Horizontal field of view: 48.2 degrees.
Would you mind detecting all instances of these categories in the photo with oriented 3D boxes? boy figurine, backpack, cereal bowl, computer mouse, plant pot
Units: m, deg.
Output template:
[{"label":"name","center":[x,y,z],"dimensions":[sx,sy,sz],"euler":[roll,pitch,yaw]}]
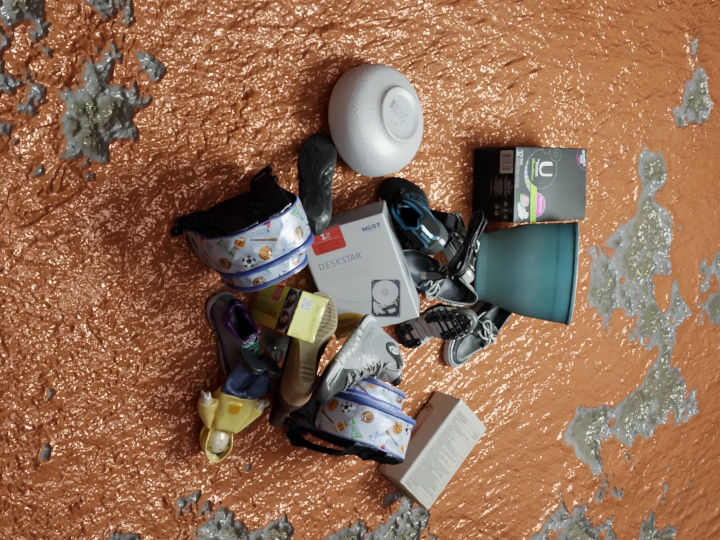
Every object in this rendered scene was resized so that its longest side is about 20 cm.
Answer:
[{"label":"boy figurine","center":[-0.213,0.223,1.306],"dimensions":[0.124,0.064,0.200],"euler":[22,107,-39]},{"label":"backpack","center":[0.001,0.260,1.400],"dimensions":[0.200,0.190,0.155],"euler":[22,84,-32]},{"label":"backpack","center":[-0.166,-0.053,1.249],"dimensions":[0.200,0.190,0.154],"euler":[-33,108,-16]},{"label":"cereal bowl","center":[0.043,-0.266,1.407],"dimensions":[0.200,0.083,0.201],"euler":[0,90,-44]},{"label":"computer mouse","center":[0.127,-0.045,1.426],"dimensions":[0.046,0.200,0.141],"euler":[39,68,-47]},{"label":"plant pot","center":[0.317,-0.001,1.556],"dimensions":[0.187,0.200,0.201],"euler":[5,95,10]}]

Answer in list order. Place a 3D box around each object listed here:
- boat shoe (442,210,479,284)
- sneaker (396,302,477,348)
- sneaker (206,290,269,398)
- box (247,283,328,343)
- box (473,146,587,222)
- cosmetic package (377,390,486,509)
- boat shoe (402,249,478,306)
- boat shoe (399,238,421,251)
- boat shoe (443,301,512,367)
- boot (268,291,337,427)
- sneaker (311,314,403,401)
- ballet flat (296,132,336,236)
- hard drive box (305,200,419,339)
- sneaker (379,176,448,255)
[{"label":"boat shoe","center":[0.182,-0.051,1.480],"dimensions":[0.064,0.200,0.071],"euler":[-31,124,11]},{"label":"sneaker","center":[0.154,0.091,1.494],"dimensions":[0.090,0.200,0.067],"euler":[-34,97,-37]},{"label":"sneaker","center":[-0.193,0.133,1.327],"dimensions":[0.074,0.087,0.201],"euler":[-31,112,-26]},{"label":"box","center":[-0.122,0.062,1.295],"dimensions":[0.050,0.200,0.076],"euler":[22,86,-26]},{"label":"box","center":[0.340,-0.173,1.611],"dimensions":[0.199,0.124,0.149],"euler":[-4,99,-33]},{"label":"cosmetic package","center":[0.140,0.348,1.571],"dimensions":[0.200,0.087,0.103],"euler":[-48,117,-17]},{"label":"boat shoe","center":[0.139,0.019,1.486],"dimensions":[0.200,0.062,0.075],"euler":[31,85,-37]},{"label":"boat shoe","center":[0.091,-0.007,1.511],"dimensions":[0.067,0.057,0.201],"euler":[13,89,-33]},{"label":"boat shoe","center":[0.248,0.119,1.622],"dimensions":[0.199,0.068,0.074],"euler":[-42,116,-21]},{"label":"boot","center":[-0.107,0.149,1.362],"dimensions":[0.072,0.166,0.200],"euler":[22,52,-12]},{"label":"sneaker","center":[0.011,0.162,1.307],"dimensions":[0.115,0.075,0.200],"euler":[37,45,1]},{"label":"ballet flat","center":[-0.077,-0.150,1.356],"dimensions":[0.066,0.057,0.201],"euler":[4,59,-1]},{"label":"hard drive box","center":[0.000,0.000,1.397],"dimensions":[0.155,0.077,0.201],"euler":[-17,109,12]},{"label":"sneaker","center":[0.083,-0.114,1.411],"dimensions":[0.073,0.200,0.082],"euler":[-45,136,9]}]
